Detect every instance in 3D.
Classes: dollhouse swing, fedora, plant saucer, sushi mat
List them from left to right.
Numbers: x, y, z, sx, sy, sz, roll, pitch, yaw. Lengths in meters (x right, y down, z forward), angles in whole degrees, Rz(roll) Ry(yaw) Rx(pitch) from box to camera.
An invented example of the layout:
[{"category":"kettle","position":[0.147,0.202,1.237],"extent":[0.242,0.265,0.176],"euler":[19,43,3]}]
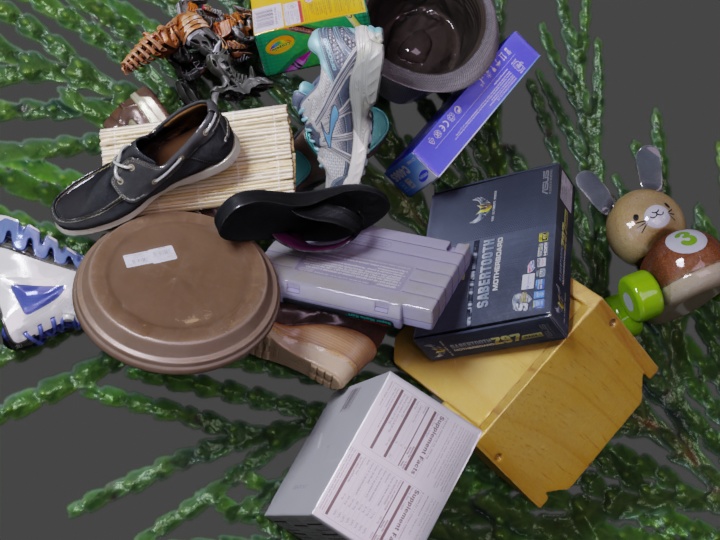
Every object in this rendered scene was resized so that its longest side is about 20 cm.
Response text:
[{"category":"plant saucer","position":[-0.175,0.013,1.143],"extent":[0.199,0.030,0.201],"euler":[5,48,-6]},{"category":"sushi mat","position":[-0.165,-0.110,1.214],"extent":[0.199,0.012,0.096],"euler":[-7,84,2]},{"category":"fedora","position":[0.062,-0.256,1.341],"extent":[0.176,0.090,0.201],"euler":[20,60,-1]},{"category":"dollhouse swing","position":[0.169,0.107,1.301],"extent":[0.200,0.176,0.182],"euler":[-49,121,-8]}]

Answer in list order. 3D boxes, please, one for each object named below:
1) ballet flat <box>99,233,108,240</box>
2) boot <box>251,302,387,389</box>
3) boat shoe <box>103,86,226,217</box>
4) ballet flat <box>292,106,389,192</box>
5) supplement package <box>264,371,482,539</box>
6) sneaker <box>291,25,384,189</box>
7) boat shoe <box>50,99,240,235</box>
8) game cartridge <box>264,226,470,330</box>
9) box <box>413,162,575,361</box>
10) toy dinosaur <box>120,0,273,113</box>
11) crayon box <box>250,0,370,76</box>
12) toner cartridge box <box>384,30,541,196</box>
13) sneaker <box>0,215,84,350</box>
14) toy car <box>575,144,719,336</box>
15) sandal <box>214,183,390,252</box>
[{"category":"ballet flat","position":[-0.172,0.003,1.209],"extent":[0.200,0.068,0.075],"euler":[33,69,21]},{"category":"boot","position":[-0.059,0.023,1.283],"extent":[0.199,0.072,0.167],"euler":[30,54,4]},{"category":"boat shoe","position":[-0.196,-0.091,1.256],"extent":[0.075,0.075,0.203],"euler":[-35,85,-7]},{"category":"ballet flat","position":[-0.059,-0.120,1.298],"extent":[0.199,0.068,0.068],"euler":[-32,92,-22]},{"category":"supplement package","position":[0.008,0.203,1.185],"extent":[0.111,0.200,0.156],"euler":[34,71,-9]},{"category":"sneaker","position":[-0.028,-0.158,1.225],"extent":[0.086,0.078,0.201],"euler":[8,115,-1]},{"category":"boat shoe","position":[-0.219,-0.103,1.168],"extent":[0.199,0.068,0.072],"euler":[-27,58,0]},{"category":"game cartridge","position":[0.000,0.000,1.229],"extent":[0.199,0.039,0.130],"euler":[12,41,19]},{"category":"box","position":[0.144,-0.010,1.269],"extent":[0.051,0.157,0.201],"euler":[47,42,-41]},{"category":"toy dinosaur","position":[-0.173,-0.224,1.263],"extent":[0.199,0.102,0.136],"euler":[-26,87,-28]},{"category":"crayon box","position":[-0.058,-0.302,1.274],"extent":[0.118,0.058,0.201],"euler":[-11,49,2]},{"category":"toner cartridge box","position":[0.115,-0.176,1.352],"extent":[0.043,0.095,0.200],"euler":[42,71,-6]},{"category":"sneaker","position":[-0.297,0.038,1.193],"extent":[0.199,0.081,0.116],"euler":[26,77,-5]},{"category":"toy car","position":[0.339,-0.047,1.377],"extent":[0.164,0.158,0.201],"euler":[-20,74,-10]},{"category":"sandal","position":[-0.052,-0.044,1.188],"extent":[0.200,0.075,0.048],"euler":[-6,54,-36]}]
